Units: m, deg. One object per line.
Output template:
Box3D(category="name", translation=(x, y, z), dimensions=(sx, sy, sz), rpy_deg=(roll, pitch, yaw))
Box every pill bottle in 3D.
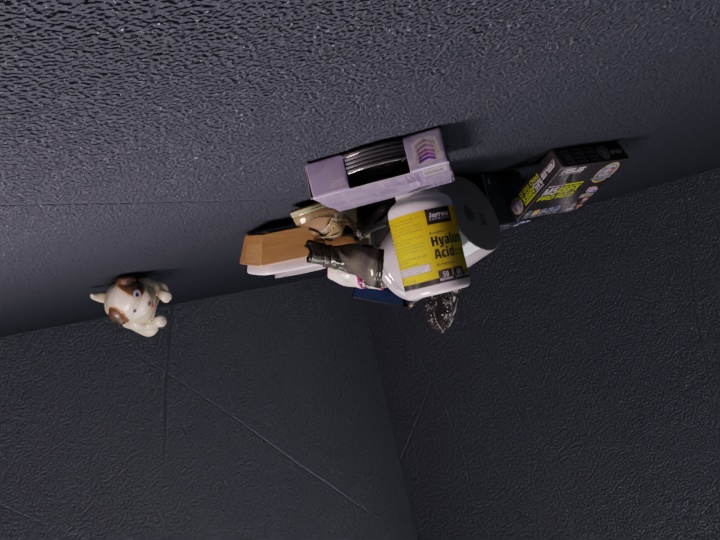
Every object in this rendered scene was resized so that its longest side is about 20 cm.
Box3D(category="pill bottle", translation=(0.106, -0.061, 1.202), dimensions=(0.110, 0.203, 0.111), rpy_deg=(-13, 178, -1))

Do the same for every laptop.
Box3D(category="laptop", translation=(0.099, -0.010, 1.709), dimensions=(0.200, 0.116, 0.188), rpy_deg=(-42, -164, 27))

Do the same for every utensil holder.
Box3D(category="utensil holder", translation=(0.140, -0.062, 1.390), dimensions=(0.169, 0.172, 0.199), rpy_deg=(-10, 161, -49))

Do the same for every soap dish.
Box3D(category="soap dish", translation=(-0.127, -0.048, 1.439), dimensions=(0.198, 0.082, 0.157), rpy_deg=(-13, -173, -23))

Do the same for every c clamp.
Box3D(category="c clamp", translation=(0.041, -0.099, 1.375), dimensions=(0.171, 0.027, 0.200), rpy_deg=(-47, -167, -20))

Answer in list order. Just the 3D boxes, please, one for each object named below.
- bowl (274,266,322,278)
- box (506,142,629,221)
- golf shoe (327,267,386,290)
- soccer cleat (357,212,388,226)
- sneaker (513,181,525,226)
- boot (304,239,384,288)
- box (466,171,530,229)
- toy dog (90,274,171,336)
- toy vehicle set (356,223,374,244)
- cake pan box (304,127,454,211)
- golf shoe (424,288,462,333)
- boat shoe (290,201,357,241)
Box3D(category="bowl", translation=(-0.116, -0.043, 1.934), dimensions=(0.198, 0.076, 0.199), rpy_deg=(-10, 176, -40))
Box3D(category="box", translation=(0.401, -0.172, 1.423), dimensions=(0.198, 0.045, 0.161), rpy_deg=(-12, 152, -34))
Box3D(category="golf shoe", translation=(0.000, 0.000, 1.486), dimensions=(0.090, 0.077, 0.200), rpy_deg=(3, 177, 21))
Box3D(category="soccer cleat", translation=(0.015, -0.093, 1.644), dimensions=(0.080, 0.069, 0.199), rpy_deg=(-8, -176, 42))
Box3D(category="sneaker", translation=(0.379, -0.170, 1.683), dimensions=(0.146, 0.081, 0.200), rpy_deg=(-37, 177, -4))
Box3D(category="boot", translation=(-0.033, -0.015, 1.282), dimensions=(0.129, 0.069, 0.200), rpy_deg=(6, -173, -11))
Box3D(category="box", translation=(0.223, -0.125, 1.518), dimensions=(0.199, 0.109, 0.147), rpy_deg=(-16, 175, 43))
Box3D(category="toy dog", translation=(-0.542, 0.068, 1.741), dimensions=(0.192, 0.141, 0.200), rpy_deg=(25, 170, -11))
Box3D(category="toy vehicle set", translation=(0.050, -0.034, 1.554), dimensions=(0.123, 0.027, 0.199), rpy_deg=(-8, 150, 44))
Box3D(category="cake pan box", translation=(0.032, -0.131, 0.994), dimensions=(0.182, 0.053, 0.200), rpy_deg=(-16, 178, 10))
Box3D(category="golf shoe", translation=(0.195, 0.036, 1.564), dimensions=(0.094, 0.203, 0.077), rpy_deg=(-17, -147, -41))
Box3D(category="boat shoe", translation=(-0.055, -0.087, 1.311), dimensions=(0.073, 0.067, 0.199), rpy_deg=(-15, 177, 28))
